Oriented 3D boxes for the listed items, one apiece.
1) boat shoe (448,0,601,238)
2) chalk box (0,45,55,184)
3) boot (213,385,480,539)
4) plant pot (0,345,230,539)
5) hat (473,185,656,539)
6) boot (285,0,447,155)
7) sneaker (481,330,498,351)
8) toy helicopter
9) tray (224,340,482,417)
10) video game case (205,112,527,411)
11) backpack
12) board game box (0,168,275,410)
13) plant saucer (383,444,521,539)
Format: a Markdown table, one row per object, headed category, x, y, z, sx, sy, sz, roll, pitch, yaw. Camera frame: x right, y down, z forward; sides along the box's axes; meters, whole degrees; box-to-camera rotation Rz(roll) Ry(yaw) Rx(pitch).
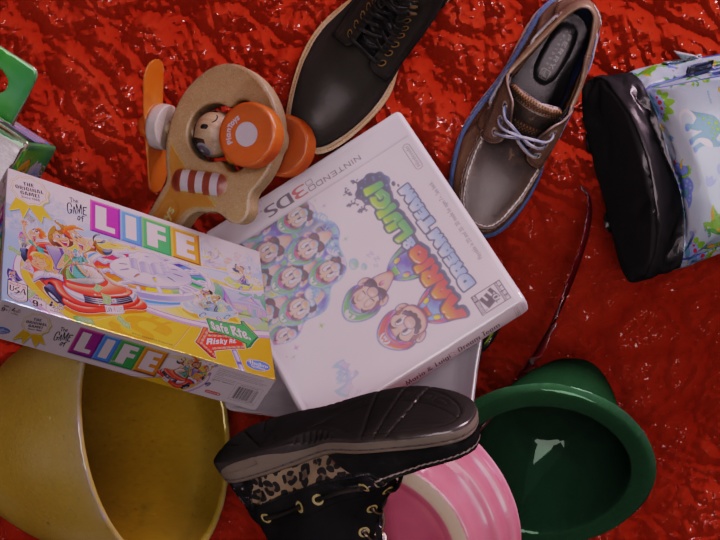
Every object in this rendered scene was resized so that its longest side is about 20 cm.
| category | x | y | z | sx | sy | sz | roll | pitch | yaw |
| --- | --- | --- | --- | --- | --- | --- | --- | --- | --- |
| boat shoe | 0.123 | -0.120 | 1.219 | 0.072 | 0.072 | 0.202 | 22 | 92 | -3 |
| chalk box | -0.312 | -0.076 | 1.182 | 0.124 | 0.124 | 0.201 | 31 | 91 | -2 |
| boot | 0.010 | 0.168 | 1.104 | 0.202 | 0.074 | 0.155 | -13 | 108 | 28 |
| plant pot | -0.206 | 0.123 | 1.177 | 0.141 | 0.200 | 0.202 | -10 | 94 | 24 |
| hat | 0.156 | 0.089 | 1.259 | 0.165 | 0.177 | 0.200 | 38 | 126 | -20 |
| boot | 0.010 | -0.179 | 1.179 | 0.077 | 0.138 | 0.201 | 32 | 92 | -3 |
| sneaker | 0.036 | 0.077 | 1.237 | 0.081 | 0.074 | 0.201 | 35 | 91 | 14 |
| toy helicopter | -0.136 | -0.067 | 1.204 | 0.132 | 0.079 | 0.201 | 38 | 101 | 19 |
| tray | -0.004 | 0.065 | 1.205 | 0.198 | 0.022 | 0.109 | 6 | 83 | 21 |
| video game case | 0.000 | 0.000 | 1.193 | 0.181 | 0.024 | 0.201 | -32 | 59 | 0 |
| backpack | 0.289 | -0.092 | 1.204 | 0.198 | 0.154 | 0.165 | -12 | 90 | -20 |
| board game box | -0.159 | 0.013 | 1.107 | 0.198 | 0.135 | 0.034 | 18 | 127 | -25 |
| plant saucer | 0.017 | 0.195 | 1.177 | 0.198 | 0.051 | 0.203 | 8 | 112 | 19 |
